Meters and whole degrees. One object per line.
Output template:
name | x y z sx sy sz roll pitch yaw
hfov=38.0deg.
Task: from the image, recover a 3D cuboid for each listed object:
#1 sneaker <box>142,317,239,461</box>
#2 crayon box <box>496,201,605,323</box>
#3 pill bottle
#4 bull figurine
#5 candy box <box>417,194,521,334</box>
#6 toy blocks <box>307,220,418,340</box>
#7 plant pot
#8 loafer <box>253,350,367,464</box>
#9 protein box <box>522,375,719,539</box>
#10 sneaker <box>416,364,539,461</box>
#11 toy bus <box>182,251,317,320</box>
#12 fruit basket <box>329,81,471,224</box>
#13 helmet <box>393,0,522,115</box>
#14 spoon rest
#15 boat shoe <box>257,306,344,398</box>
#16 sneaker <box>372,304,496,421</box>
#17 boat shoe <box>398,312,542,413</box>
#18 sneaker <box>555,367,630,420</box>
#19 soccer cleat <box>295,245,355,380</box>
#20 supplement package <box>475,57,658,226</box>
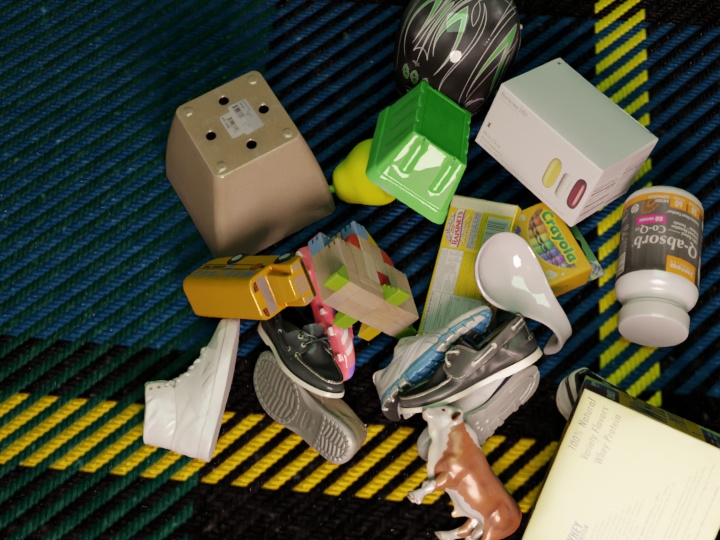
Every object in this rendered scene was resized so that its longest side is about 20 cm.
sneaker | -0.232 0.146 1.409 0.113 0.074 0.203 11 65 3
crayon box | 0.241 -0.018 1.500 0.197 0.052 0.127 -22 65 -11
pill bottle | 0.414 -0.005 1.455 0.114 0.117 0.203 10 63 6
bull figurine | 0.124 0.267 1.307 0.121 0.065 0.201 -39 101 -11
candy box | 0.151 0.001 1.448 0.101 0.026 0.203 11 82 30
toy blocks | 0.000 0.000 1.429 0.099 0.199 0.138 -36 50 25
plant pot | -0.169 -0.162 1.508 0.198 0.178 0.201 -28 66 -13
loafer | -0.067 0.181 1.400 0.200 0.076 0.069 42 26 27
protein box | 0.326 0.264 1.263 0.197 0.135 0.201 23 96 12
sneaker | 0.146 0.178 1.398 0.199 0.077 0.080 -36 50 -17
toy bus | -0.150 0.022 1.411 0.198 0.066 0.078 0 28 47
fruit basket | 0.058 -0.150 1.524 0.154 0.215 0.218 31 64 -13
helmet | 0.147 -0.349 1.582 0.197 0.192 0.202 12 41 -11
spoon rest | 0.224 0.034 1.403 0.200 0.060 0.100 48 69 -24
boat shoe | -0.073 0.095 1.391 0.074 0.067 0.199 12 19 -32
sneaker | 0.092 0.105 1.403 0.199 0.075 0.087 -39 43 5
boat shoe | 0.133 0.122 1.349 0.198 0.072 0.068 -27 98 0
sneaker | 0.343 0.205 1.364 0.199 0.088 0.076 35 66 15
soccer cleat | -0.038 0.055 1.462 0.075 0.067 0.203 -8 65 -35
supplement package | 0.299 -0.191 1.527 0.155 0.112 0.200 -28 63 -39
